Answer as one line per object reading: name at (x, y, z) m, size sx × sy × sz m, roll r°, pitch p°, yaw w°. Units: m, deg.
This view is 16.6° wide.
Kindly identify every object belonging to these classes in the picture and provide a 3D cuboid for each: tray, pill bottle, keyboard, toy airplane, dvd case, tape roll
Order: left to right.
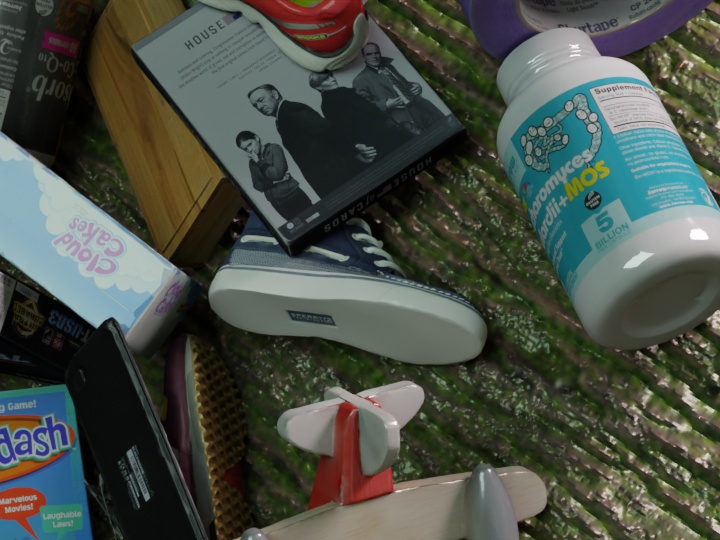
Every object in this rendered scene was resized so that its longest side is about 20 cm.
pill bottle at (-0.270, -0.135, 1.817) m, size 0.116 × 0.116 × 0.202 m, roll 14°, pitch 91°, yaw 32°
keyboard at (-0.136, 0.136, 1.606) m, size 0.104 × 0.039 × 0.201 m, roll -43°, pitch 63°, yaw 45°
tray at (-0.141, -0.112, 1.770) m, size 0.099 × 0.037 × 0.201 m, roll -53°, pitch 49°, yaw 39°
dvd case at (-0.044, -0.122, 1.694) m, size 0.150 × 0.025 × 0.200 m, roll -33°, pitch 63°, yaw -12°
toy airplane at (0.007, 0.170, 1.509) m, size 0.200 × 0.199 × 0.141 m, roll -44°, pitch 47°, yaw 4°
tape roll at (0.149, -0.224, 1.586) m, size 0.199 × 0.200 × 0.085 m, roll -31°, pitch 60°, yaw 14°
pill bottle at (0.156, -0.058, 1.571) m, size 0.110 × 0.111 × 0.201 m, roll -33°, pitch 58°, yaw 13°

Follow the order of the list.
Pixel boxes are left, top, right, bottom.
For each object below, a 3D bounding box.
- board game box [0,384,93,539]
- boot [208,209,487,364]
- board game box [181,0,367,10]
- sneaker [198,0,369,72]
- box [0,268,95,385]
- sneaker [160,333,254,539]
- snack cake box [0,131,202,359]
board game box at (-0.260, 0.184, 1.696) m, size 0.151 × 0.045 × 0.201 m, roll -7°, pitch 63°, yaw -11°
boot at (0.000, 0.000, 1.660) m, size 0.198 × 0.073 × 0.091 m, roll 10°, pitch 57°, yaw 20°
board game box at (-0.048, -0.231, 1.795) m, size 0.200 × 0.034 × 0.135 m, roll -46°, pitch 56°, yaw 5°
sneaker at (-0.073, -0.218, 1.686) m, size 0.199 × 0.085 × 0.077 m, roll 32°, pitch 68°, yaw 20°
box at (-0.297, 0.024, 1.731) m, size 0.199 × 0.198 × 0.050 m, roll 11°, pitch 74°, yaw 30°
sneaker at (-0.126, 0.141, 1.667) m, size 0.089 × 0.075 × 0.202 m, roll -19°, pitch 61°, yaw 20°
snack cake box at (-0.211, -0.027, 1.688) m, size 0.199 × 0.115 × 0.067 m, roll 37°, pitch 86°, yaw 8°
